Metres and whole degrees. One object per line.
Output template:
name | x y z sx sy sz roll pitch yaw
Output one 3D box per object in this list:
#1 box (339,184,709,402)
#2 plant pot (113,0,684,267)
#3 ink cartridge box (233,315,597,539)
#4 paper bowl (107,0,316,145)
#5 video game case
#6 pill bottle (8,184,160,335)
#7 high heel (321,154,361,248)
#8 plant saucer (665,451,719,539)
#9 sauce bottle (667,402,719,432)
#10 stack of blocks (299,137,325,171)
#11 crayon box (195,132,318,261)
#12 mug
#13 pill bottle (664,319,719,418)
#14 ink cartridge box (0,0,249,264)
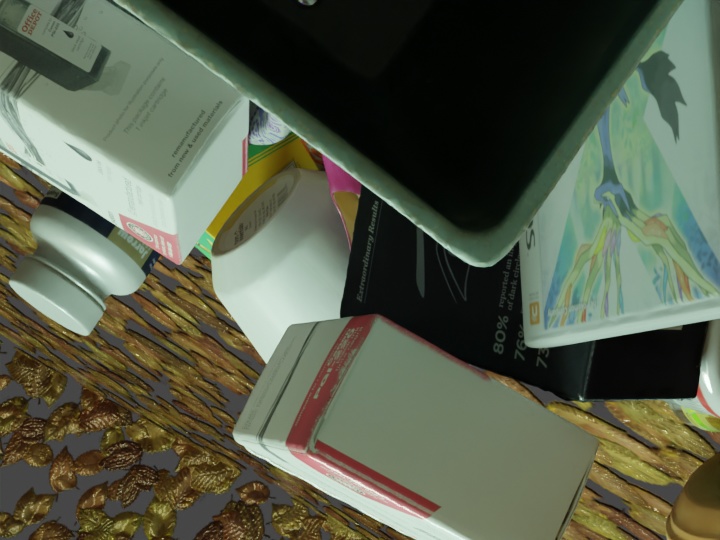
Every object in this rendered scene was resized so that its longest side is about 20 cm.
box | 0.097 -0.021 0.952 0.104 0.150 0.199 3 -169 -43
plant pot | 0.011 -0.147 0.711 0.195 0.197 0.200 35 -179 -14
ink cartridge box | 0.024 0.095 0.943 0.145 0.085 0.200 30 168 -12
paper bowl | -0.101 -0.174 1.002 0.199 0.105 0.201 30 166 8
video game case | 0.120 -0.063 0.784 0.022 0.185 0.200 0 173 -20
pill bottle | -0.212 -0.050 1.442 0.110 0.201 0.111 29 166 8
high heel | 0.000 0.000 1.062 0.067 0.096 0.201 10 129 57
plant saucer | 0.289 0.136 1.085 0.200 0.199 0.038 -1 111 64
sauce bottle | 0.280 0.080 1.114 0.065 0.065 0.200 37 166 -18
stack of blocks | 0.040 -0.060 1.170 0.114 0.059 0.200 24 163 29
crayon box | -0.060 -0.042 1.316 0.058 0.119 0.200 14 157 50
mug | -0.033 0.016 1.171 0.153 0.150 0.186 46 148 -20
pill bottle | 0.171 0.016 1.033 0.199 0.114 0.114 16 159 48
ink cartridge box | -0.170 -0.104 1.004 0.199 0.085 0.146 34 165 5
